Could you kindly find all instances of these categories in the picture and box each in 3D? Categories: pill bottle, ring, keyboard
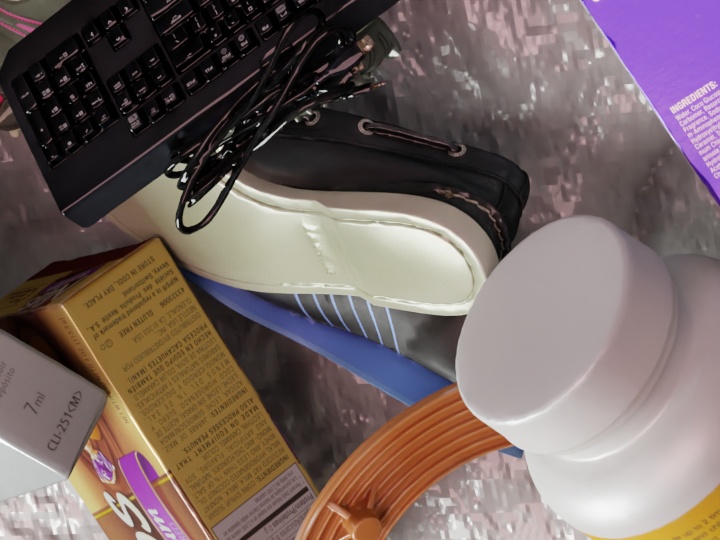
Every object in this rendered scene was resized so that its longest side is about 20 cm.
[{"bbox_3d":[0.132,0.063,0.929,0.200,0.113,0.113,34,123,-31],"label":"pill bottle"},{"bbox_3d":[0.063,0.128,1.011,0.200,0.019,0.201,-9,118,-18],"label":"ring"},{"bbox_3d":[-0.041,-0.093,0.882,0.200,0.040,0.104,-36,70,16],"label":"keyboard"}]

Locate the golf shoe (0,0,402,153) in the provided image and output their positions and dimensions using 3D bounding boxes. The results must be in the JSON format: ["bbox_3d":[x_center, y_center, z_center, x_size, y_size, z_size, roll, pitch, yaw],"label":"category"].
[{"bbox_3d":[-0.079,-0.095,0.950,0.200,0.077,0.088,3,121,36],"label":"golf shoe"}]

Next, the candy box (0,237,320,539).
[{"bbox_3d":[-0.075,0.087,1.058,0.200,0.056,0.117,60,154,-11],"label":"candy box"}]

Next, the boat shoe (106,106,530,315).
[{"bbox_3d":[-0.022,-0.037,0.981,0.199,0.066,0.075,9,137,36],"label":"boat shoe"}]

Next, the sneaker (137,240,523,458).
[{"bbox_3d":[0.000,0.000,1.035,0.200,0.070,0.078,28,91,17],"label":"sneaker"}]

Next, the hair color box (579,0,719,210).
[{"bbox_3d":[0.134,-0.090,0.918,0.065,0.109,0.200,-34,96,20],"label":"hair color box"}]

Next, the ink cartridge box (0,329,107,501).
[{"bbox_3d":[-0.215,0.038,1.045,0.173,0.044,0.200,31,159,-16],"label":"ink cartridge box"}]
